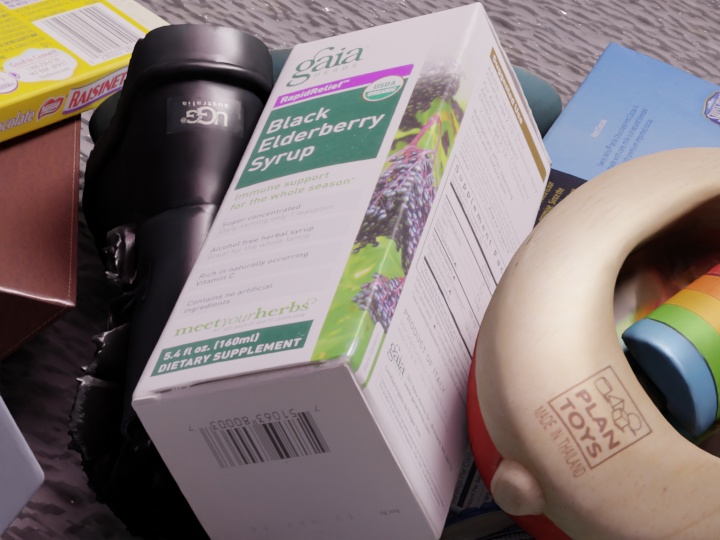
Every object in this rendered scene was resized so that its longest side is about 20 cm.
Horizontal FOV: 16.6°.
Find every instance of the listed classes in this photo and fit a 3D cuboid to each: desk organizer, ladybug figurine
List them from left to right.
[{"bbox_3d":[-0.157,-0.022,0.983,0.077,0.072,0.200,14,31,-14],"label":"desk organizer"},{"bbox_3d":[0.103,0.035,0.816,0.200,0.072,0.136,-25,80,-42],"label":"ladybug figurine"}]

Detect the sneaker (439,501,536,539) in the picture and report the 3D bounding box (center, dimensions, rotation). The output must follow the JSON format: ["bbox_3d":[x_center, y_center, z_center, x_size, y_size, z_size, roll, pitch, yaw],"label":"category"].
[{"bbox_3d":[0.016,0.126,0.783,0.200,0.077,0.085,-24,18,-32],"label":"sneaker"}]

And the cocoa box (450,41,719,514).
[{"bbox_3d":[0.116,0.017,1.007,0.131,0.134,0.200,24,31,8],"label":"cocoa box"}]

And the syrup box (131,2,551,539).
[{"bbox_3d":[0.000,0.000,0.835,0.079,0.082,0.200,-10,36,25],"label":"syrup box"}]

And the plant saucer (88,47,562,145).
[{"bbox_3d":[-0.014,-0.051,1.037,0.200,0.200,0.028,4,75,-24],"label":"plant saucer"}]

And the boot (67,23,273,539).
[{"bbox_3d":[-0.071,0.024,0.933,0.076,0.200,0.169,6,67,-7],"label":"boot"}]

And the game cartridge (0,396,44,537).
[{"bbox_3d":[-0.191,0.079,0.688,0.200,0.134,0.040,-36,35,-18],"label":"game cartridge"}]

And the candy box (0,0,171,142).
[{"bbox_3d":[-0.162,-0.091,0.993,0.102,0.026,0.200,32,29,19],"label":"candy box"}]
